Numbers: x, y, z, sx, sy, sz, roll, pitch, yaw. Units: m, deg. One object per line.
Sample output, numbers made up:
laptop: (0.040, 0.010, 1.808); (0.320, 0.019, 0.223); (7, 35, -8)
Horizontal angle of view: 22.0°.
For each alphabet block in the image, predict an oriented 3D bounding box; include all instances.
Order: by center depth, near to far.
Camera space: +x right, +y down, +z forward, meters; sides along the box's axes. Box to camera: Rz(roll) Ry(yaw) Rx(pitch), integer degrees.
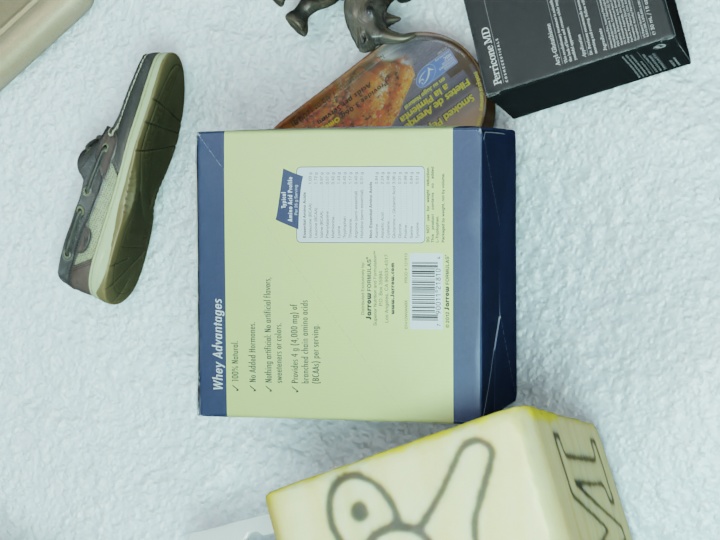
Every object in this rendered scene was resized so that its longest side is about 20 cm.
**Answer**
alphabet block: (0.077, 0.217, 1.222); (0.195, 0.196, 0.201); (-20, 75, 16)

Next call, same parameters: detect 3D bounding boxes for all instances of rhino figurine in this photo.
rhino figurine: (-0.031, -0.227, 1.400); (0.200, 0.060, 0.087); (38, 80, 28)

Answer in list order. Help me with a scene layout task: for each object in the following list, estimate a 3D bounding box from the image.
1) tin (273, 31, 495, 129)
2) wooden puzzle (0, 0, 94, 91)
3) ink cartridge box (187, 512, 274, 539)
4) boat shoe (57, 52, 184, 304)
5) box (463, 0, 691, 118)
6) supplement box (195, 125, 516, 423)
tin: (0.011, -0.093, 1.384); (0.200, 0.042, 0.112); (-36, 67, 13)
wooden puzzle: (-0.337, -0.241, 1.548); (0.185, 0.037, 0.200); (-40, 74, 11)
ink cartridge box: (-0.048, 0.276, 1.329); (0.117, 0.067, 0.201); (-16, 77, 19)
boat shoe: (-0.191, -0.077, 1.441); (0.066, 0.072, 0.201); (14, 91, 18)
box: (0.142, -0.229, 1.332); (0.141, 0.079, 0.201); (-15, 76, 15)
supplement box: (0.000, 0.000, 1.290); (0.199, 0.134, 0.201); (1, 93, 15)
